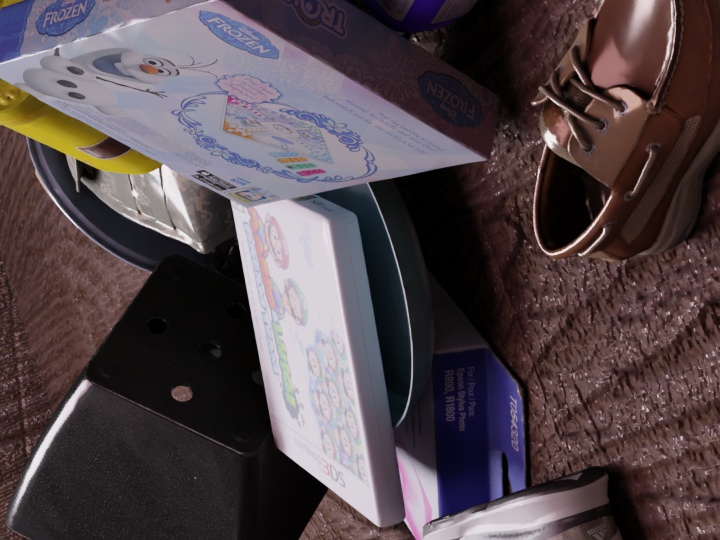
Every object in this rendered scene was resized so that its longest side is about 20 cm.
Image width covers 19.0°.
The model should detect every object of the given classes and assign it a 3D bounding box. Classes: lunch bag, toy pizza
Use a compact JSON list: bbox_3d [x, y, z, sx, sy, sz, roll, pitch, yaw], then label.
[{"bbox_3d":[-0.150,-0.129,1.522,0.200,0.118,0.164,25,128,36],"label":"lunch bag"},{"bbox_3d":[-0.174,-0.071,1.664,0.032,0.200,0.200,-45,60,35],"label":"toy pizza"}]

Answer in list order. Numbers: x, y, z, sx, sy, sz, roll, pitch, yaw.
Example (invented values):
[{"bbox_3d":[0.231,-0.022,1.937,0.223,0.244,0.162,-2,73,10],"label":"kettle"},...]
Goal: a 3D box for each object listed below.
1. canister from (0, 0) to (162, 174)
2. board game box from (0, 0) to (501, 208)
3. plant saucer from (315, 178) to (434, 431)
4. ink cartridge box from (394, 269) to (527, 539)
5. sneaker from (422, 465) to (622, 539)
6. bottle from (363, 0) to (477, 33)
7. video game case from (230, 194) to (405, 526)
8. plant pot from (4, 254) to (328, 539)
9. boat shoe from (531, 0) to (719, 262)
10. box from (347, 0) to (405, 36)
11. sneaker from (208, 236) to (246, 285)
[{"bbox_3d":[-0.175,-0.145,1.312,0.200,0.086,0.149,25,-107,-69],"label":"canister"},{"bbox_3d":[-0.064,-0.101,1.161,0.199,0.200,0.043,-7,63,45],"label":"board game box"},{"bbox_3d":[0.000,0.000,1.328,0.200,0.027,0.200,165,90,-71],"label":"plant saucer"},{"bbox_3d":[0.045,0.097,1.386,0.200,0.043,0.197,-126,25,-49],"label":"ink cartridge box"},{"bbox_3d":[0.099,0.185,1.237,0.200,0.076,0.116,144,108,-69],"label":"sneaker"},{"bbox_3d":[0.044,-0.185,1.050,0.200,0.065,0.084,127,123,-70],"label":"bottle"},{"bbox_3d":[-0.030,0.043,1.370,0.182,0.024,0.200,-152,50,-64],"label":"video game case"},{"bbox_3d":[-0.122,0.109,1.570,0.200,0.200,0.178,25,140,9],"label":"plant pot"},{"bbox_3d":[0.115,-0.069,0.934,0.200,0.072,0.076,92,154,-49],"label":"boat shoe"},{"bbox_3d":[-0.043,-0.139,1.248,0.200,0.137,0.040,121,136,-69],"label":"box"},{"bbox_3d":[-0.094,-0.085,1.637,0.083,0.072,0.200,-58,-46,-76],"label":"sneaker"}]
